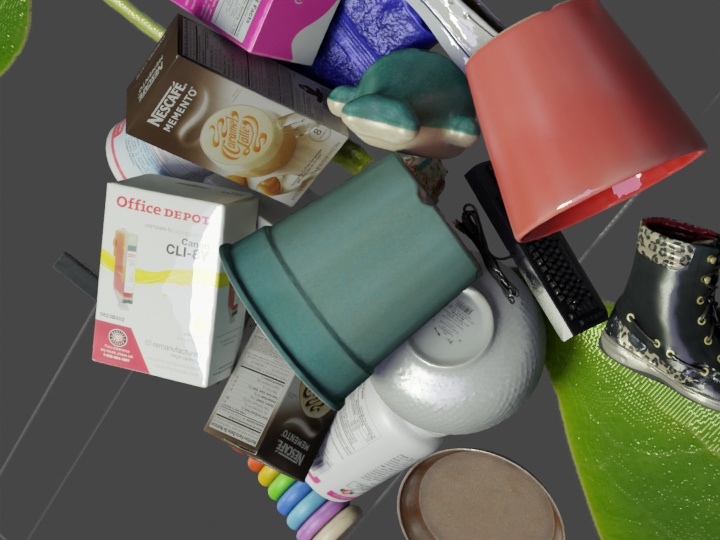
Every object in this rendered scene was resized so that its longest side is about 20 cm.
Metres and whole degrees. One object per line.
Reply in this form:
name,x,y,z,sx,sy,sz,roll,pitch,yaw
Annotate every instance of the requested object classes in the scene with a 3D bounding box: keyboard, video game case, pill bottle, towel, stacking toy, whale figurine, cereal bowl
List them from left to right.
video game case,-0.261,0.061,1.531,0.200,0.181,0.026,37,85,12
pill bottle,-0.185,-0.158,1.440,0.200,0.109,0.109,-25,95,32
stacking toy,-0.092,0.256,1.563,0.200,0.085,0.085,45,122,12
towel,-0.024,-0.252,1.355,0.200,0.050,0.148,-36,89,33
pill bottle,0.026,0.175,1.446,0.200,0.113,0.113,-35,90,33
whale figurine,0.045,-0.168,1.256,0.159,0.200,0.104,16,101,14
cereal bowl,0.094,0.067,1.327,0.200,0.083,0.200,-3,72,9
keyboard,0.165,-0.021,1.275,0.200,0.127,0.021,60,141,11

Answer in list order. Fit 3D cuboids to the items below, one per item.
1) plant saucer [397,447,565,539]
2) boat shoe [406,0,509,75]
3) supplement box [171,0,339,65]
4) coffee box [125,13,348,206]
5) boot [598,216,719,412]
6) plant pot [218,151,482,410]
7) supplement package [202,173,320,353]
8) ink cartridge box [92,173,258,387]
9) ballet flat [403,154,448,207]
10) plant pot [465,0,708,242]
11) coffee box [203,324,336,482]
plant saucer,0.141,0.283,1.461,0.200,0.034,0.200,11,119,20
boat shoe,0.088,-0.291,1.267,0.086,0.075,0.202,-37,92,33
supplement box,-0.127,-0.304,1.322,0.200,0.101,0.103,38,111,30
coffee box,-0.127,-0.161,1.305,0.200,0.080,0.114,23,127,-26
boot,0.343,0.047,1.249,0.203,0.073,0.154,24,119,27
plant pot,0.000,0.000,1.239,0.196,0.200,0.200,-35,89,5
supplement package,-0.137,-0.010,1.461,0.121,0.120,0.200,36,120,12
ink cartridge box,-0.200,0.008,1.361,0.145,0.083,0.200,12,103,19
ballet flat,0.031,-0.045,1.393,0.076,0.064,0.200,30,120,15
plant pot,0.199,-0.147,1.201,0.200,0.200,0.177,-29,83,33
coffee box,-0.074,0.117,1.401,0.080,0.113,0.200,18,76,33
